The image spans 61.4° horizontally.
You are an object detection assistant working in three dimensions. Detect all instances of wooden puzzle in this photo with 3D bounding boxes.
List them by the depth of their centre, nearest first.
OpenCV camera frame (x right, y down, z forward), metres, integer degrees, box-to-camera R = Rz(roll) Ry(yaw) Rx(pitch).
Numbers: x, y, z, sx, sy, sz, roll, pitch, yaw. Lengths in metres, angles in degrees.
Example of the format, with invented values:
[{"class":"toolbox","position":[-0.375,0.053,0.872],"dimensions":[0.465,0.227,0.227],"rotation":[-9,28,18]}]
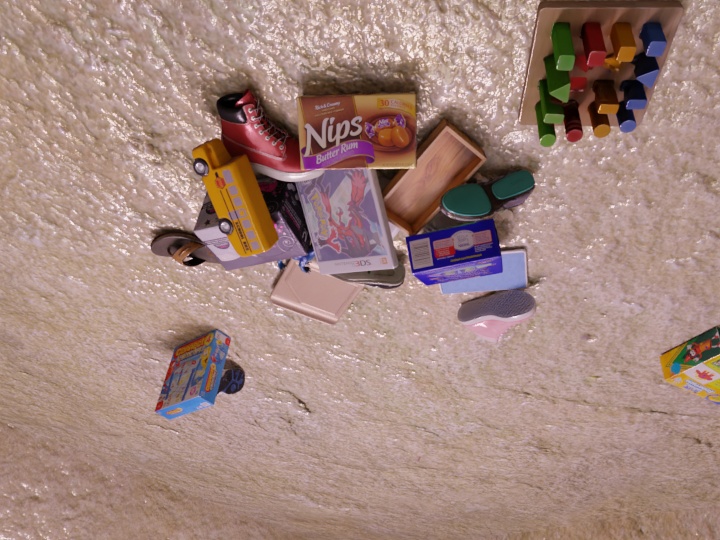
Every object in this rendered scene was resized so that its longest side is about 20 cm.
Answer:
[{"class":"wooden puzzle","position":[-0.101,0.038,1.417],"dimensions":[0.181,0.038,0.201],"rotation":[20,136,-15]}]

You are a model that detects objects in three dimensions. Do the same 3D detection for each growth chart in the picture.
[{"class":"growth chart","position":[0.204,-0.112,1.185],"dimensions":[0.143,0.018,0.198],"rotation":[33,135,-30]}]

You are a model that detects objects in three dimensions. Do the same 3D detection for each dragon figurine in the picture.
[{"class":"dragon figurine","position":[-0.141,-0.054,1.271],"dimensions":[0.194,0.059,0.101],"rotation":[10,124,-6]}]

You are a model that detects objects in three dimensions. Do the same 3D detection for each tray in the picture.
[{"class":"tray","position":[0.120,-0.159,1.077],"dimensions":[0.097,0.037,0.200],"rotation":[31,119,-22]}]

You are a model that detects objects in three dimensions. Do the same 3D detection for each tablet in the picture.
[{"class":"tablet","position":[0.263,0.004,1.325],"dimensions":[0.194,0.014,0.131],"rotation":[-5,140,14]}]

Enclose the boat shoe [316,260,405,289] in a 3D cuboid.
[{"class":"boat shoe","position":[0.000,0.000,1.322],"dimensions":[0.194,0.074,0.068],"rotation":[12,169,2]}]

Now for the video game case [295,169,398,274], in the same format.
[{"class":"video game case","position":[-0.029,-0.095,1.120],"dimensions":[0.179,0.023,0.205],"rotation":[-5,106,37]}]

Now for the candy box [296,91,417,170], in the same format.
[{"class":"candy box","position":[-0.004,-0.229,0.998],"dimensions":[0.194,0.057,0.120],"rotation":[1,109,7]}]

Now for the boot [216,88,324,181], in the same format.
[{"class":"boot","position":[-0.150,-0.236,1.045],"dimensions":[0.194,0.074,0.146],"rotation":[10,141,2]}]

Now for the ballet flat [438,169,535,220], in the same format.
[{"class":"ballet flat","position":[0.221,-0.122,1.078],"dimensions":[0.196,0.073,0.073],"rotation":[-18,148,-19]}]

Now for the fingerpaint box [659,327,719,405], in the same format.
[{"class":"fingerpaint box","position":[0.864,0.235,1.471],"dimensions":[0.196,0.075,0.167],"rotation":[23,139,-18]}]

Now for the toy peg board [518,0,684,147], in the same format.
[{"class":"toy peg board","position":[0.347,-0.272,0.891],"dimensions":[0.193,0.100,0.202],"rotation":[3,143,6]}]

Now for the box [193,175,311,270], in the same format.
[{"class":"box","position":[-0.205,-0.095,1.193],"dimensions":[0.195,0.117,0.133],"rotation":[-10,140,21]}]

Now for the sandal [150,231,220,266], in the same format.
[{"class":"sandal","position":[-0.371,-0.035,1.347],"dimensions":[0.194,0.056,0.082],"rotation":[12,142,-7]}]

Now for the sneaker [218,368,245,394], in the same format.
[{"class":"sneaker","position":[-0.415,0.323,1.756],"dimensions":[0.075,0.078,0.198],"rotation":[4,-178,35]}]

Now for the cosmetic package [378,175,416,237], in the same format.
[{"class":"cosmetic package","position":[0.031,-0.094,1.208],"dimensions":[0.081,0.052,0.201],"rotation":[17,140,-17]}]

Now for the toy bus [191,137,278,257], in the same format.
[{"class":"toy bus","position":[-0.217,-0.129,1.056],"dimensions":[0.076,0.065,0.204],"rotation":[-11,111,22]}]

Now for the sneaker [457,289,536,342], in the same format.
[{"class":"sneaker","position":[0.329,0.108,1.393],"dimensions":[0.197,0.077,0.104],"rotation":[-15,136,41]}]

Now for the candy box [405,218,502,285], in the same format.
[{"class":"candy box","position":[0.185,-0.029,1.168],"dimensions":[0.164,0.079,0.200],"rotation":[-11,169,12]}]

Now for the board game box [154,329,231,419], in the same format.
[{"class":"board game box","position":[-0.455,0.284,1.650],"dimensions":[0.197,0.200,0.056],"rotation":[-23,134,33]}]
